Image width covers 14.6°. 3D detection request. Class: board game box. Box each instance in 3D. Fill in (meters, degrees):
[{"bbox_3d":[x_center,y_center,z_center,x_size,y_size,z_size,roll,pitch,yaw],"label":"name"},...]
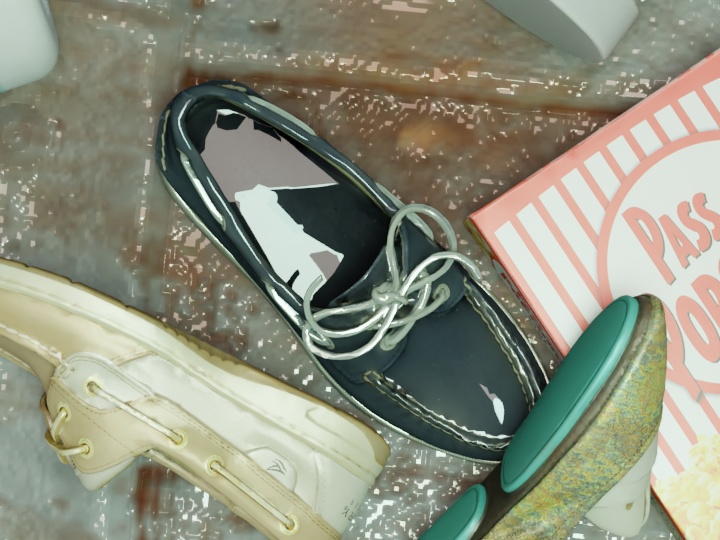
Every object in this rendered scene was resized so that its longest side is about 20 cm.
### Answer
[{"bbox_3d":[0.158,0.021,1.111,0.151,0.046,0.200,-34,88,-3],"label":"board game box"}]

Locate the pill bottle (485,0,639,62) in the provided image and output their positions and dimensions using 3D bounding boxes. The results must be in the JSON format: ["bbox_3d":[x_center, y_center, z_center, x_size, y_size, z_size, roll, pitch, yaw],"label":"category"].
[{"bbox_3d":[0.113,-0.188,1.086,0.116,0.116,0.200,35,88,1],"label":"pill bottle"}]

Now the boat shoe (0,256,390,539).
[{"bbox_3d":[-0.089,0.055,1.091,0.200,0.074,0.069,25,81,-1],"label":"boat shoe"}]

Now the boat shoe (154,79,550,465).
[{"bbox_3d":[0.000,0.000,1.101,0.075,0.062,0.200,-42,90,-6],"label":"boat shoe"}]

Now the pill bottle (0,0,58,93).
[{"bbox_3d":[-0.224,-0.098,1.077,0.199,0.111,0.111,-19,88,-2],"label":"pill bottle"}]

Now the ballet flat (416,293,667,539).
[{"bbox_3d":[0.071,0.094,1.074,0.071,0.071,0.200,39,113,1],"label":"ballet flat"}]
